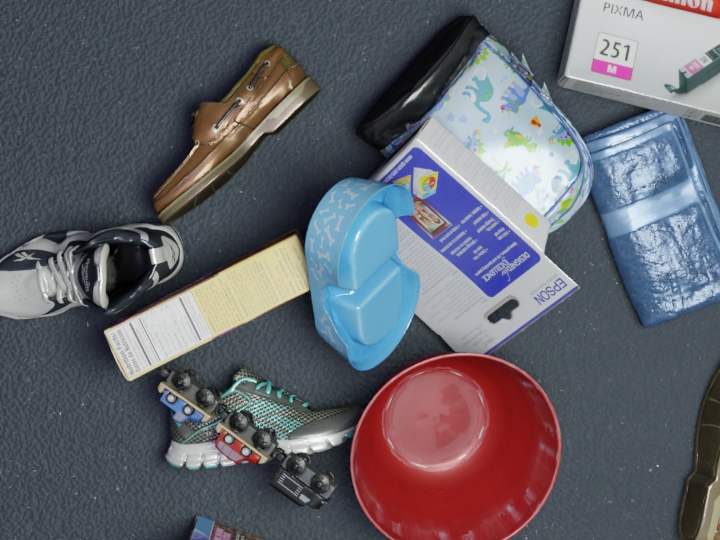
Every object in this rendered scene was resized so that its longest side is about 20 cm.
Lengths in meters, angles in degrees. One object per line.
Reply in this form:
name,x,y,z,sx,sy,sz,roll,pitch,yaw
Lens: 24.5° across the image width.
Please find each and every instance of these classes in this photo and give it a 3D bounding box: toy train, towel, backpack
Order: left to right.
toy train,-0.111,0.158,1.551,0.199,0.034,0.046,36,99,8
backpack,0.124,-0.118,1.559,0.163,0.154,0.200,-45,107,-5
towel,0.289,-0.052,1.604,0.111,0.049,0.201,-21,95,1

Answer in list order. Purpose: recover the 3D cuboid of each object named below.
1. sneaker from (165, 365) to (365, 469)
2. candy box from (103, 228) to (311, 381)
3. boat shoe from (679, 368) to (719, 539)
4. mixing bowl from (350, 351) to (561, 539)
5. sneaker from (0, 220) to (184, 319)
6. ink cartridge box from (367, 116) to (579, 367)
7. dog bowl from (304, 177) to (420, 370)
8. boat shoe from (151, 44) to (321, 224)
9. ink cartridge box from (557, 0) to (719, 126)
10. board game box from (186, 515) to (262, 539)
sneaker,-0.093,0.136,1.597,0.198,0.078,0.092,-7,91,-3
candy box,-0.137,0.031,1.564,0.199,0.117,0.057,-26,95,1
boat shoe,0.368,0.176,1.614,0.067,0.072,0.201,12,100,-14
mixing bowl,0.080,0.159,1.575,0.198,0.108,0.202,-2,104,-9
sneaker,-0.266,0.003,1.551,0.198,0.130,0.080,-7,94,-1
ink cartridge box,0.086,-0.023,1.538,0.200,0.198,0.047,41,53,-6
dog bowl,0.000,0.000,1.509,0.049,0.201,0.111,25,53,29
boat shoe,-0.131,-0.130,1.580,0.200,0.072,0.068,-43,90,-8
ink cartridge box,0.302,-0.237,1.574,0.198,0.044,0.175,13,82,-3
board game box,-0.086,0.326,1.567,0.199,0.159,0.097,21,94,-2
